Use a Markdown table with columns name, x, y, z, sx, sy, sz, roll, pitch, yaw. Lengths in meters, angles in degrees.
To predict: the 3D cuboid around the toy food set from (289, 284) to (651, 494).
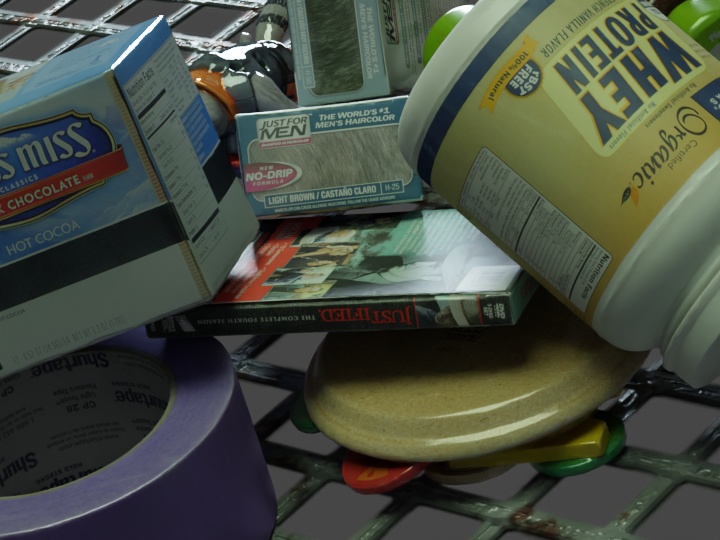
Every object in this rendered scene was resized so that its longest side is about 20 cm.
| name | x | y | z | sx | sy | sz | roll | pitch | yaw |
| --- | --- | --- | --- | --- | --- | --- | --- | --- | --- |
| toy food set | 0.061 | 0.050 | 1.588 | 0.199 | 0.049 | 0.198 | -5 | 31 | 20 |

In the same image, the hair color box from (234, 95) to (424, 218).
| name | x | y | z | sx | sy | sz | roll | pitch | yaw |
| --- | --- | --- | --- | --- | --- | --- | --- | --- | --- |
| hair color box | -0.019 | -0.064 | 1.725 | 0.100 | 0.061 | 0.200 | -7 | 2 | -1 |

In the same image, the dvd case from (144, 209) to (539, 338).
| name | x | y | z | sx | sy | sz | roll | pitch | yaw |
| --- | --- | --- | --- | --- | --- | --- | --- | --- | --- |
| dvd case | 0.000 | 0.000 | 1.596 | 0.199 | 0.022 | 0.146 | -4 | 18 | 17 |

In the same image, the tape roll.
| name | x | y | z | sx | sy | sz | roll | pitch | yaw |
| --- | --- | --- | --- | --- | --- | --- | --- | --- | --- |
| tape roll | -0.149 | 0.111 | 1.555 | 0.199 | 0.085 | 0.200 | -12 | 29 | 7 |

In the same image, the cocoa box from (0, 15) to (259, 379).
| name | x | y | z | sx | sy | sz | roll | pitch | yaw |
| --- | --- | --- | --- | --- | --- | --- | --- | --- | --- |
| cocoa box | -0.176 | -0.029 | 1.563 | 0.200 | 0.132 | 0.133 | -20 | 13 | 14 |

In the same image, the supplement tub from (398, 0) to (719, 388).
| name | x | y | z | sx | sy | sz | roll | pitch | yaw |
| --- | --- | --- | --- | --- | --- | --- | --- | --- | --- |
| supplement tub | 0.134 | -0.051 | 1.511 | 0.200 | 0.145 | 0.144 | 41 | 54 | 14 |

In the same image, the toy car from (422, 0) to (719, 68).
| name | x | y | z | sx | sy | sz | roll | pitch | yaw |
| --- | --- | --- | --- | --- | --- | --- | --- | --- | --- |
| toy car | 0.099 | -0.176 | 1.653 | 0.158 | 0.200 | 0.164 | -37 | 36 | -11 |

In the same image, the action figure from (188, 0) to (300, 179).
| name | x | y | z | sx | sy | sz | roll | pitch | yaw |
| --- | --- | --- | --- | --- | --- | --- | --- | --- | --- |
| action figure | -0.092 | -0.119 | 1.918 | 0.199 | 0.105 | 0.193 | 1 | 23 | 26 |

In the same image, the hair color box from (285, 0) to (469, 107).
| name | x | y | z | sx | sy | sz | roll | pitch | yaw |
| --- | --- | --- | --- | --- | --- | --- | --- | --- | --- |
| hair color box | 0.014 | -0.153 | 1.834 | 0.060 | 0.099 | 0.200 | -7 | 1 | 17 |
